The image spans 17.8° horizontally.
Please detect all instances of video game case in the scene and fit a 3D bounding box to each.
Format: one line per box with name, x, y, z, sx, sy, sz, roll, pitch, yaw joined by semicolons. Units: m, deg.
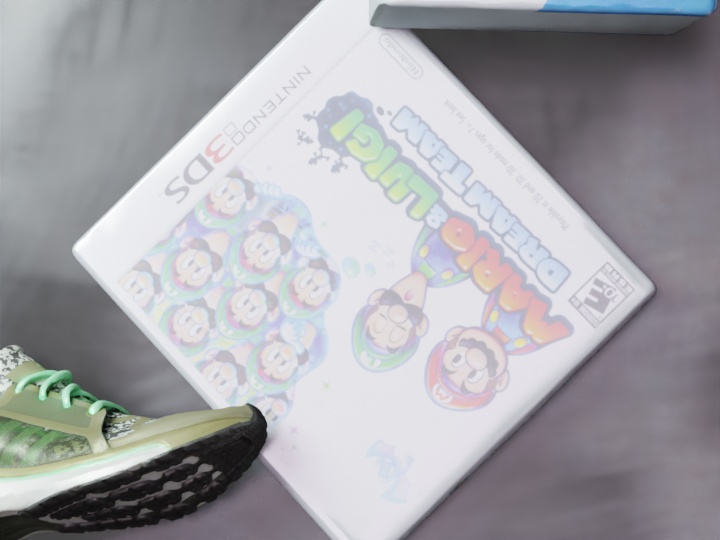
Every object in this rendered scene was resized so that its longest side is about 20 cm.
video game case;0.000;0.000;1.028;0.182;0.024;0.200;-44;82;3

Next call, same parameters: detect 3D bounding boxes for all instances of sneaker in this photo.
sneaker;-0.140;0.070;1.018;0.199;0.077;0.089;-12;69;11

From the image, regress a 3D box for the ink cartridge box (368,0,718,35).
ink cartridge box;0.078;-0.207;0.989;0.144;0.085;0.201;1;90;-4
